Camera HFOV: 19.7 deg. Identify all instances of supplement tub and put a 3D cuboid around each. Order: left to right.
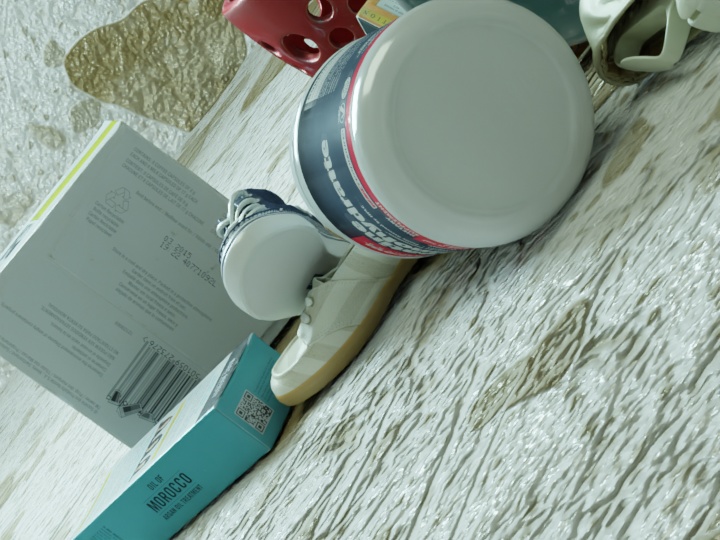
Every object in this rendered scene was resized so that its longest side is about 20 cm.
[{"bbox_3d":[0.040,-0.079,1.212,0.140,0.140,0.200,-54,11,-11],"label":"supplement tub"}]

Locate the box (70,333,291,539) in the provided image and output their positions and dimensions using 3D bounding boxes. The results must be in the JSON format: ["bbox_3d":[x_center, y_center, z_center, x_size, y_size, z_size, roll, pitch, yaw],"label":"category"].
[{"bbox_3d":[-0.122,0.132,1.436,0.200,0.049,0.082,-43,14,39],"label":"box"}]

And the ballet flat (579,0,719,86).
[{"bbox_3d":[0.179,-0.147,1.102,0.069,0.069,0.200,-57,10,-24],"label":"ballet flat"}]

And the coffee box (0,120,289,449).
[{"bbox_3d":[-0.179,0.015,1.649,0.200,0.200,0.198,-53,11,-3],"label":"coffee box"}]

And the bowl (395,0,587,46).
[{"bbox_3d":[0.101,-0.246,1.294,0.201,0.201,0.105,-46,27,29],"label":"bowl"}]

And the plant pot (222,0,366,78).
[{"bbox_3d":[0.011,-0.238,1.732,0.200,0.182,0.200,-49,11,12],"label":"plant pot"}]

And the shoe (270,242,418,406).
[{"bbox_3d":[0.000,0.000,1.351,0.200,0.053,0.070,-51,11,2],"label":"shoe"}]

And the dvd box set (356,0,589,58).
[{"bbox_3d":[0.112,-0.211,1.383,0.200,0.146,0.029,-54,-28,-11],"label":"dvd box set"}]

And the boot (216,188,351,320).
[{"bbox_3d":[-0.067,-0.017,1.366,0.073,0.090,0.200,-56,-19,3],"label":"boot"}]
